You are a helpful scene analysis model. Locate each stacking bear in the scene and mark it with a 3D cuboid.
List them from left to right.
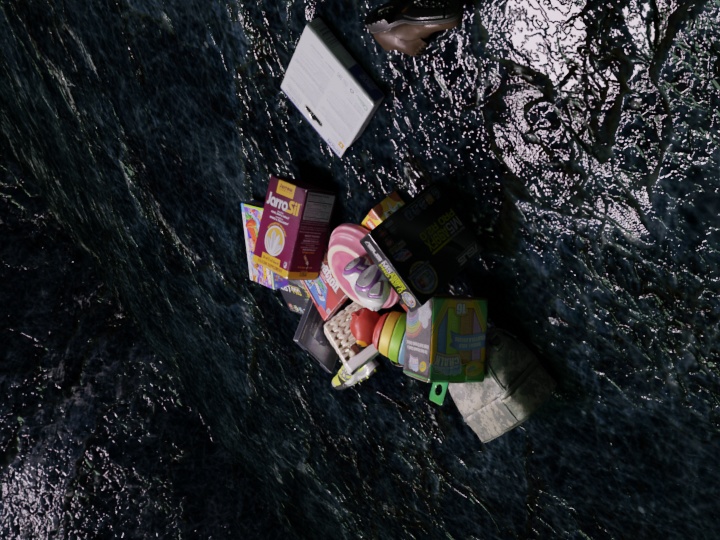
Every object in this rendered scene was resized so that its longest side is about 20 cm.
[{"bbox_3d":[0.070,0.139,1.647,0.196,0.116,0.122,19,164,13],"label":"stacking bear"}]

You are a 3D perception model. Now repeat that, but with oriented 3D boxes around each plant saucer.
[{"bbox_3d":[0.000,0.000,1.623,0.199,0.051,0.203,35,147,27],"label":"plant saucer"}]

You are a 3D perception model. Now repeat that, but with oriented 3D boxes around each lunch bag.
[{"bbox_3d":[0.267,0.220,1.546,0.168,0.139,0.200,48,148,6],"label":"lunch bag"}]

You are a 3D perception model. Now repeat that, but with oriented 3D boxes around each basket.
[{"bbox_3d":[-0.006,0.151,1.797,0.124,0.134,0.200,53,174,8],"label":"basket"}]

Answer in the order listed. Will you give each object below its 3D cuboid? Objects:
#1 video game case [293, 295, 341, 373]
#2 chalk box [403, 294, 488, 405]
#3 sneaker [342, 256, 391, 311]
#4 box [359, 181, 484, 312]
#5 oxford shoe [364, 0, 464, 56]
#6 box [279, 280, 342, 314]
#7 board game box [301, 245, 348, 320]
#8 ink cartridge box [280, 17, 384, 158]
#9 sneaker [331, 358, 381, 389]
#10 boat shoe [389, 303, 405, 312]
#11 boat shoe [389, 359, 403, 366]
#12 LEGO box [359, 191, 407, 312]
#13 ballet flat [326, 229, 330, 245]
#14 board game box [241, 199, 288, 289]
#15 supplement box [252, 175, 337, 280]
[{"bbox_3d":[-0.090,0.144,1.885,0.019,0.146,0.200,8,156,29],"label":"video game case"},{"bbox_3d":[0.161,0.149,1.483,0.124,0.121,0.206,-173,86,-69],"label":"chalk box"},{"bbox_3d":[0.029,0.035,1.473,0.100,0.074,0.200,55,178,-19],"label":"sneaker"},{"bbox_3d":[0.115,-0.047,1.424,0.161,0.199,0.044,53,147,0],"label":"box"},{"bbox_3d":[0.098,-0.390,1.245,0.198,0.073,0.085,13,147,51],"label":"oxford shoe"},{"bbox_3d":[-0.140,0.048,2.010,0.198,0.049,0.164,16,135,47],"label":"box"},{"bbox_3d":[-0.096,0.002,1.777,0.103,0.019,0.202,-48,61,29],"label":"board game box"},{"bbox_3d":[-0.059,-0.349,1.512,0.197,0.043,0.200,50,151,3],"label":"ink cartridge box"},{"bbox_3d":[-0.018,0.256,2.047,0.199,0.075,0.077,-35,85,49],"label":"sneaker"},{"bbox_3d":[0.098,0.078,1.711,0.198,0.057,0.068,26,140,38],"label":"boat shoe"},{"bbox_3d":[0.139,0.177,1.748,0.199,0.067,0.073,-23,102,54],"label":"boat shoe"},{"bbox_3d":[0.085,-0.034,1.597,0.201,0.077,0.149,50,150,5],"label":"LEGO box"},{"bbox_3d":[-0.130,-0.055,1.874,0.069,0.071,0.200,48,149,-2],"label":"ballet flat"},{"bbox_3d":[-0.242,-0.067,1.969,0.133,0.044,0.205,16,116,54],"label":"board game box"},{"bbox_3d":[-0.148,-0.095,1.743,0.129,0.102,0.205,23,104,40],"label":"supplement box"}]
